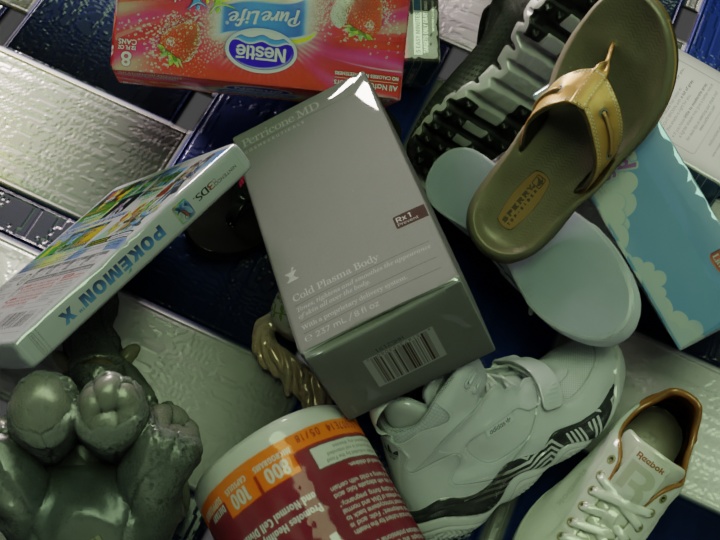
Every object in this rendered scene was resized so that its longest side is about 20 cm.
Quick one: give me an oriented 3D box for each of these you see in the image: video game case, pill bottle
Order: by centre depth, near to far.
[{"bbox_3d":[-0.008,0.192,0.729,0.114,0.114,0.201,-24,66,-20],"label":"pill bottle"},{"bbox_3d":[-0.177,-0.004,0.778,0.182,0.199,0.022,-46,109,-27],"label":"video game case"}]

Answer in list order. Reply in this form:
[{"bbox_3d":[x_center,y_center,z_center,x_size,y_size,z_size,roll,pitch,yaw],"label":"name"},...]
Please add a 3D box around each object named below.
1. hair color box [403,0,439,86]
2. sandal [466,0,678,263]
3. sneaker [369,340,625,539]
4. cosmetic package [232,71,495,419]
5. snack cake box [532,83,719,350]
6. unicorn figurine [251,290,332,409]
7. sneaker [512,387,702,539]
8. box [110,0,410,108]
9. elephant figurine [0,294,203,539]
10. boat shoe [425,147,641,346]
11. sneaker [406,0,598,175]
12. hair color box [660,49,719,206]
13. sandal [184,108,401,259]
[{"bbox_3d":[-0.041,-0.201,0.952,0.198,0.061,0.101,0,80,-8],"label":"hair color box"},{"bbox_3d":[0.135,-0.090,0.796,0.080,0.054,0.201,39,104,16],"label":"sandal"},{"bbox_3d":[0.091,0.078,0.801,0.199,0.116,0.075,-36,31,-21],"label":"sneaker"},{"bbox_3d":[-0.002,-0.020,0.774,0.106,0.090,0.201,-27,51,4],"label":"cosmetic package"},{"bbox_3d":[0.202,-0.047,0.864,0.067,0.115,0.201,-30,80,12],"label":"snack cake box"},{"bbox_3d":[0.000,0.000,0.858,0.200,0.074,0.137,-41,63,-20],"label":"unicorn figurine"},{"bbox_3d":[0.157,0.151,0.796,0.073,0.085,0.200,34,63,9],"label":"sneaker"},{"bbox_3d":[-0.069,-0.173,0.855,0.198,0.095,0.101,5,93,-9],"label":"box"},{"bbox_3d":[-0.158,0.109,0.757,0.141,0.200,0.156,35,89,-8],"label":"elephant figurine"},{"bbox_3d":[0.131,-0.009,0.878,0.075,0.086,0.202,-52,53,5],"label":"boat shoe"},{"bbox_3d":[0.107,-0.153,0.918,0.066,0.200,0.091,29,34,-22],"label":"sneaker"},{"bbox_3d":[0.212,-0.136,0.978,0.199,0.061,0.100,33,63,9],"label":"hair color box"},{"bbox_3d":[-0.051,-0.080,0.914,0.199,0.045,0.075,-35,71,-24],"label":"sandal"}]
